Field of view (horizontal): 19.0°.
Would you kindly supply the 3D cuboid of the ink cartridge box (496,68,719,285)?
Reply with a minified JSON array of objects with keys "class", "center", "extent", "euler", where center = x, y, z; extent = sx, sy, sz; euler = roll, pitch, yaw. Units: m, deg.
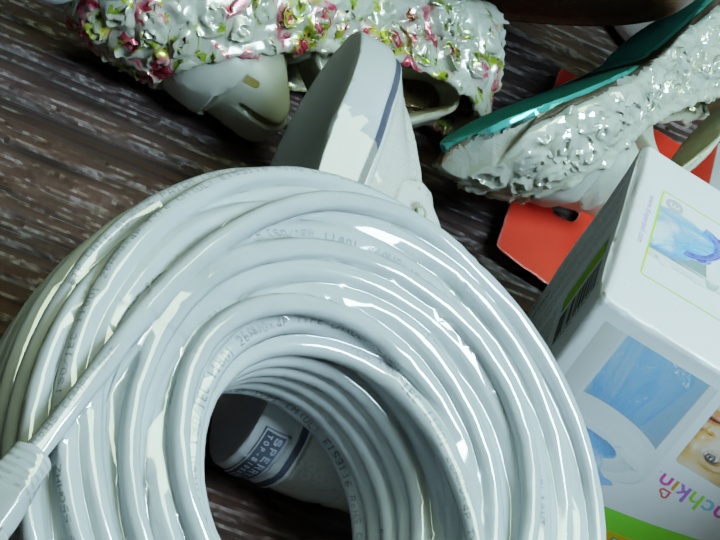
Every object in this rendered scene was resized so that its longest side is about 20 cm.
[{"class":"ink cartridge box","center":[0.167,-0.014,0.928],"extent":[0.199,0.047,0.160],"euler":[31,36,-4]}]

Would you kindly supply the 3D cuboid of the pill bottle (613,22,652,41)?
[{"class":"pill bottle","center":[0.223,-0.156,1.076],"extent":[0.199,0.110,0.110],"euler":[-2,48,-36]}]

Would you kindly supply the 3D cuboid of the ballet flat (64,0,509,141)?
[{"class":"ballet flat","center":[-0.021,-0.083,0.861],"extent":[0.198,0.075,0.065],"euler":[-1,79,-30]}]

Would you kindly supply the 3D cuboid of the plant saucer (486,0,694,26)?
[{"class":"plant saucer","center":[0.064,-0.134,0.900],"extent":[0.198,0.037,0.200],"euler":[8,-2,0]}]

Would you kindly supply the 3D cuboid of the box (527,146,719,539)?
[{"class":"box","center":[0.151,0.069,0.767],"extent":[0.199,0.113,0.102],"euler":[30,37,-3]}]

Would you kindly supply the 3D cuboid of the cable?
[{"class":"cable","center":[-0.020,0.070,0.638],"extent":[0.199,0.069,0.201],"euler":[36,54,-19]}]

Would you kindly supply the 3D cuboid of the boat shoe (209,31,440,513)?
[{"class":"boat shoe","center":[0.000,0.000,0.773],"extent":[0.069,0.071,0.201],"euler":[27,44,-19]}]

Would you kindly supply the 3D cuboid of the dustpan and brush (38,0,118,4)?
[{"class":"dustpan and brush","center":[-0.187,-0.121,0.786],"extent":[0.198,0.057,0.140],"euler":[20,38,-16]}]

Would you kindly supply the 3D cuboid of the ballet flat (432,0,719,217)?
[{"class":"ballet flat","center":[0.112,-0.061,0.900],"extent":[0.072,0.072,0.199],"euler":[44,45,16]}]
